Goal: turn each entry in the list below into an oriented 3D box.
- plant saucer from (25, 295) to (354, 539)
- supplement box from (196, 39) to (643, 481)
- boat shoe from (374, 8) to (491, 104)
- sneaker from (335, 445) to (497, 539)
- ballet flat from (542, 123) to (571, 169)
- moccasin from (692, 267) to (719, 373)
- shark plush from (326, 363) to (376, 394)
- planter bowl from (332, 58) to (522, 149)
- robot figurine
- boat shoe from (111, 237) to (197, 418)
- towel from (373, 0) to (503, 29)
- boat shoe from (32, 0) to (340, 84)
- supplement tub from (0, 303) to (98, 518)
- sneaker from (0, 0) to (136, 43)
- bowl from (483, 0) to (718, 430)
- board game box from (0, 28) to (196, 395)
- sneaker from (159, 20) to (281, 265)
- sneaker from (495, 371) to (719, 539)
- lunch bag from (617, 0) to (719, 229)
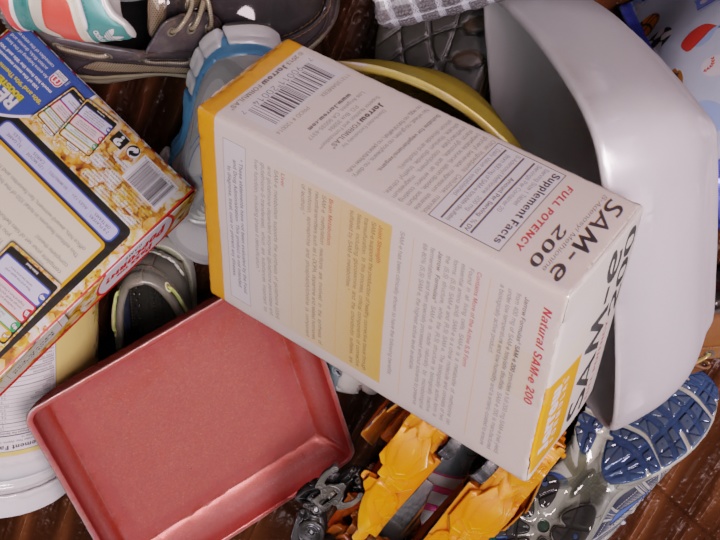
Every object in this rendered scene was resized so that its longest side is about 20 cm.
[{"bbox_3d":[-0.113,0.108,0.817,0.198,0.037,0.202,-30,131,-16],"label":"plant saucer"},{"bbox_3d":[0.021,-0.008,0.560,0.198,0.073,0.127,29,140,22],"label":"supplement box"},{"bbox_3d":[0.049,-0.107,0.747,0.074,0.074,0.204,9,100,14],"label":"boat shoe"},{"bbox_3d":[0.078,0.166,0.867,0.120,0.084,0.200,37,120,-8],"label":"sneaker"},{"bbox_3d":[0.125,-0.052,0.780,0.069,0.068,0.203,2,119,-24],"label":"ballet flat"},{"bbox_3d":[0.219,0.041,0.804,0.198,0.074,0.079,-15,122,-8],"label":"moccasin"},{"bbox_3d":[0.000,0.000,0.807,0.082,0.091,0.203,11,127,34],"label":"shark plush"},{"bbox_3d":[0.027,-0.051,0.660,0.197,0.084,0.202,17,137,16],"label":"planter bowl"},{"bbox_3d":[0.043,0.155,0.796,0.144,0.058,0.201,36,114,-4],"label":"robot figurine"},{"bbox_3d":[-0.142,0.079,0.855,0.071,0.061,0.205,-3,115,5],"label":"boat shoe"},{"bbox_3d":[0.074,-0.232,0.626,0.163,0.203,0.086,-11,147,15],"label":"towel"},{"bbox_3d":[-0.111,-0.154,0.721,0.196,0.073,0.076,-9,88,8],"label":"boat shoe"},{"bbox_3d":[-0.251,0.050,0.802,0.143,0.146,0.203,7,117,1],"label":"supplement tub"},{"bbox_3d":[-0.140,-0.225,0.671,0.092,0.070,0.203,15,87,8],"label":"sneaker"},{"bbox_3d":[0.131,-0.043,0.629,0.073,0.201,0.202,-14,126,-3],"label":"bowl"},{"bbox_3d":[-0.218,-0.027,0.685,0.151,0.200,0.046,44,156,1],"label":"board game box"},{"bbox_3d":[-0.089,-0.055,0.743,0.074,0.088,0.201,0,144,-16],"label":"sneaker"},{"bbox_3d":[0.178,0.146,0.854,0.199,0.077,0.085,-40,152,-5],"label":"sneaker"},{"bbox_3d":[0.250,-0.112,0.658,0.168,0.201,0.125,-27,111,15],"label":"lunch bag"}]
